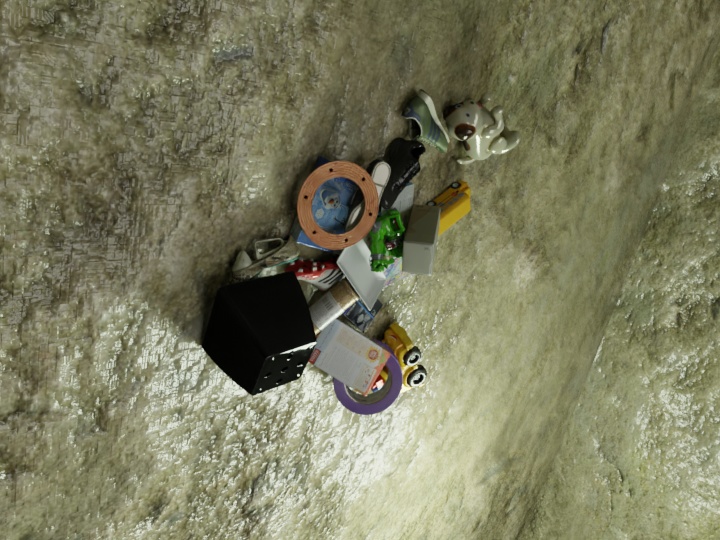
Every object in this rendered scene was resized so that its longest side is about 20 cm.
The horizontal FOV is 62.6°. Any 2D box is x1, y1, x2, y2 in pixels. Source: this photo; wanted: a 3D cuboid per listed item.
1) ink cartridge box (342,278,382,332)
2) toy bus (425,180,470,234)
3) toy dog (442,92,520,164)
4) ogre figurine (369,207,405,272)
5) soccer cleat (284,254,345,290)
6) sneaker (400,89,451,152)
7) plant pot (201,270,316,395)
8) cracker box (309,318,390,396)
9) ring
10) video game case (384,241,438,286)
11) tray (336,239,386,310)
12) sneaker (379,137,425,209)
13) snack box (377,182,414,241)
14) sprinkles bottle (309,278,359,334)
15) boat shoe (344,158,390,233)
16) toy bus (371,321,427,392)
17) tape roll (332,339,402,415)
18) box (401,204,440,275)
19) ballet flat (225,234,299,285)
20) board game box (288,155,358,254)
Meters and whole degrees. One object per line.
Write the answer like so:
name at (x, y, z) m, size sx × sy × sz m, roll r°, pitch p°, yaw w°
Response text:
ink cartridge box at (-0.007, 0.090, 1.594) m, size 0.100 × 0.039 × 0.200 m, roll -53°, pitch 149°, yaw -7°
toy bus at (0.248, -0.176, 1.692) m, size 0.199 × 0.078 × 0.066 m, roll -37°, pitch 135°, yaw -24°
toy dog at (0.305, -0.391, 1.604) m, size 0.192 × 0.142 × 0.198 m, roll -34°, pitch 150°, yaw 28°
ogre figurine at (0.070, -0.083, 1.492) m, size 0.198 × 0.097 × 0.123 m, roll -26°, pitch 115°, yaw -40°
soccer cleat at (-0.106, 0.013, 1.454) m, size 0.198 × 0.068 × 0.087 m, roll -11°, pitch 125°, yaw -46°
sneaker at (0.162, -0.359, 1.514) m, size 0.090 × 0.067 × 0.201 m, roll -44°, pitch 137°, yaw -6°
plant pot at (-0.209, 0.149, 1.300) m, size 0.197 × 0.178 × 0.202 m, roll -12°, pitch 142°, yaw -39°
cracker box at (-0.036, 0.222, 1.576) m, size 0.198 × 0.058 × 0.135 m, roll 33°, pitch 89°, yaw -12°
ring at (-0.052, -0.149, 1.354) m, size 0.196 × 0.019 × 0.205 m, roll -7°, pitch 109°, yaw -19°
video game case at (0.119, -0.015, 1.658) m, size 0.197 × 0.018 × 0.144 m, roll -19°, pitch 151°, yaw -37°
tray at (0.000, 0.000, 1.496) m, size 0.109 × 0.022 × 0.201 m, roll -61°, pitch 138°, yaw -28°
sneaker at (0.099, -0.243, 1.458) m, size 0.076 × 0.089 × 0.204 m, roll 42°, pitch 63°, yaw -49°
snack box at (0.085, -0.129, 1.585) m, size 0.115 × 0.037 × 0.204 m, roll -20°, pitch 126°, yaw -34°
sprinkles bottle at (-0.096, 0.108, 1.479) m, size 0.199 × 0.069 × 0.068 m, roll -40°, pitch 138°, yaw 2°
boat shoe at (0.013, -0.169, 1.414) m, size 0.066 × 0.057 × 0.203 m, roll 21°, pitch 100°, yaw -25°
toy bus at (0.084, 0.285, 1.776) m, size 0.189 × 0.136 × 0.203 m, roll -26°, pitch 129°, yaw -11°
tape roll at (0.019, 0.300, 1.667) m, size 0.195 × 0.066 × 0.205 m, roll -1°, pitch 104°, yaw -6°
box at (0.159, -0.082, 1.526) m, size 0.201 × 0.076 × 0.097 m, roll -69°, pitch 163°, yaw -56°
ballet flat at (-0.227, -0.025, 1.315) m, size 0.198 × 0.067 × 0.077 m, roll -30°, pitch 112°, yaw -25°
board game box at (-0.058, -0.146, 1.426) m, size 0.198 × 0.043 × 0.203 m, roll 14°, pitch 103°, yaw -48°
